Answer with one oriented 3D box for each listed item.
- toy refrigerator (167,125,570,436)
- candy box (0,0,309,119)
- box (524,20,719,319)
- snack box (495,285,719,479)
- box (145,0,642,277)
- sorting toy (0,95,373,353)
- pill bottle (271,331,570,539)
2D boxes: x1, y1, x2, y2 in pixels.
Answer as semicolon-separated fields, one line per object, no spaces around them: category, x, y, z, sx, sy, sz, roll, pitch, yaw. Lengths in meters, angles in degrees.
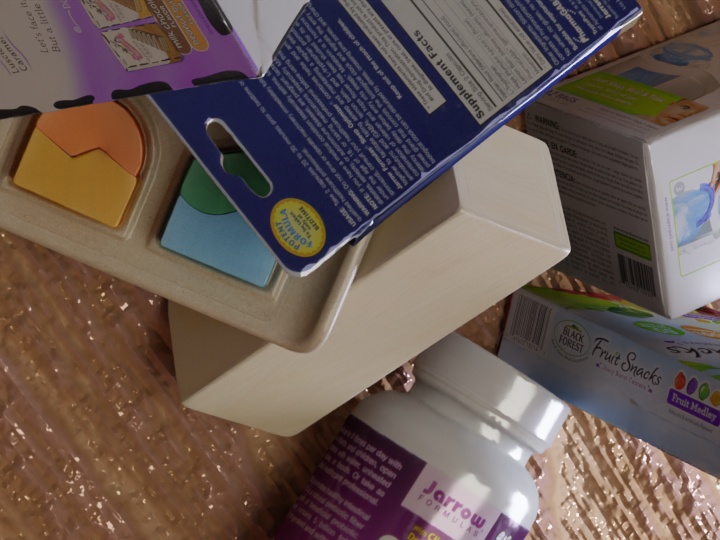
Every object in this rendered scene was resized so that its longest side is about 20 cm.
toy refrigerator;0.000;0.000;1.346;0.076;0.070;0.200;19;139;-39
candy box;-0.144;-0.153;1.179;0.168;0.199;0.072;59;42;-31
box;0.202;-0.066;1.499;0.199;0.112;0.102;-22;116;-26
snack box;0.185;0.061;1.479;0.142;0.200;0.053;5;103;-34
box;0.011;-0.100;1.250;0.200;0.032;0.121;-38;87;-9
sorting toy;-0.075;-0.081;1.285;0.199;0.036;0.186;23;94;3
pill bottle;0.023;0.134;1.452;0.112;0.112;0.200;33;87;-37
